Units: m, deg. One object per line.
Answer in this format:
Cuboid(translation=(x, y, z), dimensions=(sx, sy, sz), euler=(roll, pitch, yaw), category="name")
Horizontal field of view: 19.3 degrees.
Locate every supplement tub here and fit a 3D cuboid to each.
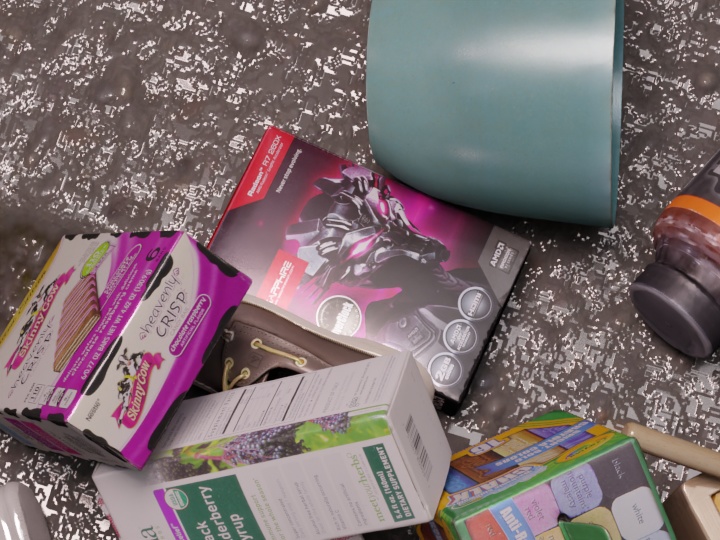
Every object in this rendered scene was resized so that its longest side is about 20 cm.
Cuboid(translation=(0.268, -0.035, 1.410), dimensions=(0.107, 0.107, 0.200), euler=(41, 76, 9), category="supplement tub")

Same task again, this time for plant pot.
Cuboid(translation=(0.090, -0.129, 1.392), dimensions=(0.161, 0.201, 0.201), euler=(1, 73, 9), category="plant pot")

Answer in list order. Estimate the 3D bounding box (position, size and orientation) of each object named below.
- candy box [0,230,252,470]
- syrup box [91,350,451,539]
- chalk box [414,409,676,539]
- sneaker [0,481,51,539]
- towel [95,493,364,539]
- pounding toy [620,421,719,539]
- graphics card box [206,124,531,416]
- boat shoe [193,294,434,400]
Cuboid(translation=(-0.163, 0.046, 1.323), dimensions=(0.061, 0.200, 0.137), euler=(37, 73, -23), category="candy box")
Cuboid(translation=(-0.054, 0.119, 1.292), dimensions=(0.200, 0.081, 0.079), euler=(-14, 114, 19), category="syrup box")
Cuboid(translation=(0.118, 0.172, 1.282), dimensions=(0.124, 0.200, 0.125), euler=(-23, 96, -8), category="chalk box")
Cuboid(translation=(-0.228, 0.240, 1.339), dimensions=(0.088, 0.075, 0.200), euler=(-18, 69, 6), category="sneaker")
Cuboid(translation=(-0.065, 0.198, 1.370), dimensions=(0.146, 0.030, 0.200), euler=(-26, 76, -10), category="towel")
Cuboid(translation=(0.277, 0.163, 1.334), dimensions=(0.184, 0.142, 0.200), euler=(-24, 76, -9), category="pounding toy")
Cuboid(translation=(0.000, 0.000, 1.419), dimensions=(0.200, 0.051, 0.126), euler=(25, 74, 4), category="graphics card box")
Cuboid(translation=(-0.055, 0.068, 1.372), dimensions=(0.200, 0.072, 0.060), euler=(17, 40, 11), category="boat shoe")
